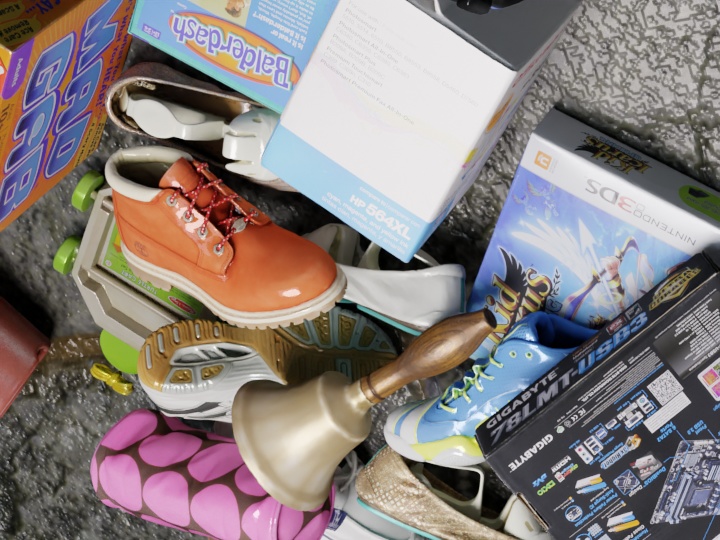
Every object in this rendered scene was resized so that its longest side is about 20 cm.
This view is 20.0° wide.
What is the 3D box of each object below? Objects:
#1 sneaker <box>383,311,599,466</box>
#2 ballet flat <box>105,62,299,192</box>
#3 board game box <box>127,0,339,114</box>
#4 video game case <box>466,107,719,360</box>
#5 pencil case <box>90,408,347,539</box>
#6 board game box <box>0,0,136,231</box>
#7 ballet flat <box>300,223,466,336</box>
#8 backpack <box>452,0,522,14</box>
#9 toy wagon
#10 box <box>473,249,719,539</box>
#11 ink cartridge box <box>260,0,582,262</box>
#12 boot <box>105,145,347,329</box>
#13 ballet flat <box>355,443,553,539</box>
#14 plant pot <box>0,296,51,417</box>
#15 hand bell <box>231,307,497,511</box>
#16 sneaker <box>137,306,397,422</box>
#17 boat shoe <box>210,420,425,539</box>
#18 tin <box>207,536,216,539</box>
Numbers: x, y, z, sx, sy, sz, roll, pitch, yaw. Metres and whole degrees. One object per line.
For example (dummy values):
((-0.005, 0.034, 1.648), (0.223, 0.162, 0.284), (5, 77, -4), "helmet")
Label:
((0.103, 0.077, 1.436), (0.198, 0.076, 0.106), (-4, 107, 25), "sneaker")
((-0.100, -0.099, 1.484), (0.198, 0.067, 0.069), (16, 106, 19), "ballet flat")
((-0.070, -0.221, 1.413), (0.151, 0.045, 0.201), (29, 128, 10), "board game box")
((0.174, 0.013, 1.422), (0.180, 0.045, 0.201), (28, 128, 12), "video game case")
((-0.112, 0.160, 1.574), (0.199, 0.094, 0.091), (12, 159, 33), "pencil case")
((-0.298, -0.168, 1.471), (0.199, 0.200, 0.201), (31, 129, 9), "board game box")
((0.000, 0.000, 1.497), (0.199, 0.069, 0.070), (16, 126, 37), "ballet flat")
((0.103, -0.273, 1.203), (0.153, 0.200, 0.191), (-28, 96, 33), "backpack")
((-0.169, 0.014, 1.616), (0.154, 0.040, 0.201), (31, 129, 9), "toy wagon")
((0.211, 0.124, 1.363), (0.200, 0.050, 0.199), (-40, 111, 7), "box")
((0.044, -0.135, 1.348), (0.125, 0.129, 0.201), (35, 130, 5), "ink cartridge box")
((-0.101, -0.027, 1.461), (0.199, 0.075, 0.108), (17, 140, 29), "boot")
((0.093, 0.189, 1.559), (0.199, 0.071, 0.066), (26, 99, -1), "ballet flat")
((-0.372, 0.061, 1.669), (0.195, 0.201, 0.201), (37, 130, -6), "plant pot")
((0.015, 0.080, 1.432), (0.199, 0.104, 0.104), (-33, 100, 30), "hand bell")
((-0.070, 0.076, 1.570), (0.198, 0.076, 0.088), (0, 151, 1), "sneaker")
((-0.029, 0.162, 1.613), (0.199, 0.072, 0.066), (37, 135, 15), "boat shoe")
((-0.028, 0.233, 1.626), (0.199, 0.112, 0.042), (30, 119, 8), "tin")
